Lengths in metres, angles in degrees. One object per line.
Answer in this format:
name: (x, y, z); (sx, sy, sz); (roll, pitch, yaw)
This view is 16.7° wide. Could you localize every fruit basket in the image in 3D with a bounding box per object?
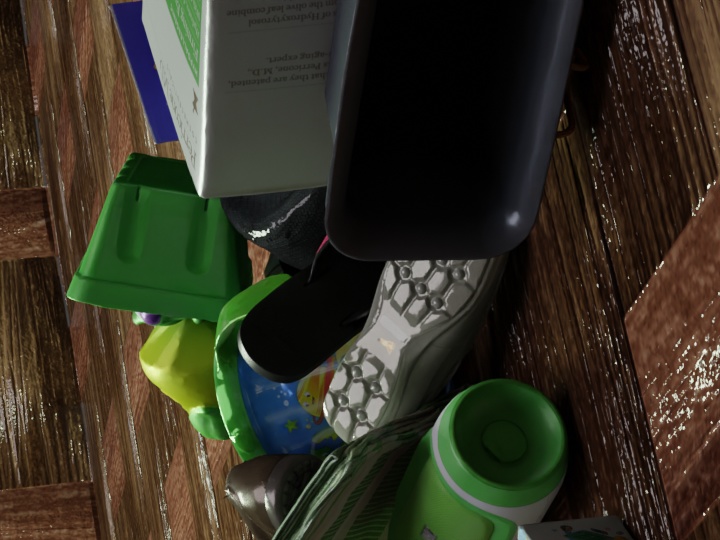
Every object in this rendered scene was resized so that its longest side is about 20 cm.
fruit basket: (-0.142, 0.025, 1.878); (0.216, 0.155, 0.217); (-171, 90, -88)

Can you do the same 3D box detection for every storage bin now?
storage bin: (0.047, -0.126, 1.386); (0.135, 0.145, 0.201); (-106, 20, -49)

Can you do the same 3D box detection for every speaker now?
speaker: (0.070, 0.142, 1.521); (0.200, 0.088, 0.089); (109, 152, -60)

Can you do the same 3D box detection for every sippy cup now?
sippy cup: (-0.012, 0.074, 1.690); (0.178, 0.130, 0.140); (4, -111, -61)

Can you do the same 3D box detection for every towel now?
towel: (0.000, 0.150, 1.561); (0.023, 0.200, 0.153); (41, 115, 15)

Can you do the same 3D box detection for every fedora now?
fedora: (-0.036, -0.062, 1.736); (0.200, 0.091, 0.202); (-14, 74, 55)

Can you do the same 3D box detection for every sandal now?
sandal: (0.000, 0.000, 1.600); (0.075, 0.200, 0.045); (39, 145, 12)

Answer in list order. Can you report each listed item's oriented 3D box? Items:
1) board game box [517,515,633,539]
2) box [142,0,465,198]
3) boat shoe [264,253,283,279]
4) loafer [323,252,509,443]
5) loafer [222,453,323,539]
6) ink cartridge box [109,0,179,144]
board game box: (0.141, 0.244, 1.319); (0.200, 0.064, 0.148); (-123, 31, -64)
box: (-0.026, -0.179, 1.547); (0.199, 0.199, 0.172); (-112, 19, -45)
boat shoe: (-0.028, -0.037, 1.894); (0.200, 0.074, 0.069); (130, 135, -57)
loafer: (0.044, 0.028, 1.564); (0.070, 0.070, 0.200); (45, 121, 21)
loafer: (-0.032, 0.182, 1.680); (0.071, 0.073, 0.200); (14, 148, 34)
ink cartridge box: (-0.063, -0.162, 1.706); (0.198, 0.199, 0.044); (-114, 21, -52)
